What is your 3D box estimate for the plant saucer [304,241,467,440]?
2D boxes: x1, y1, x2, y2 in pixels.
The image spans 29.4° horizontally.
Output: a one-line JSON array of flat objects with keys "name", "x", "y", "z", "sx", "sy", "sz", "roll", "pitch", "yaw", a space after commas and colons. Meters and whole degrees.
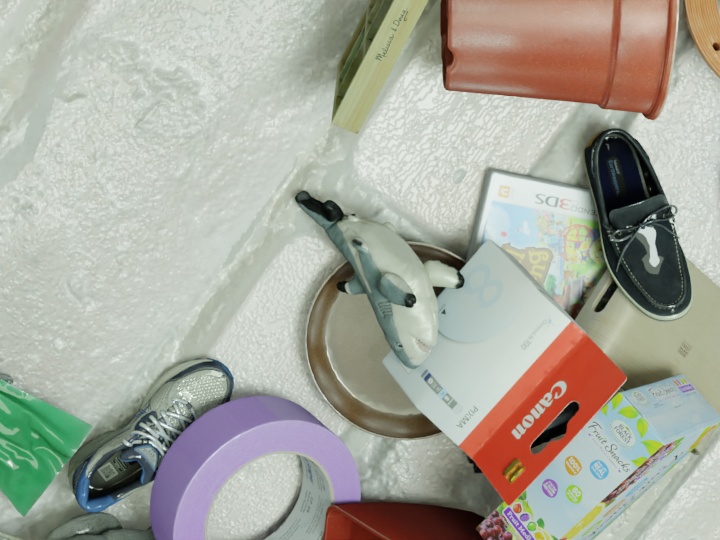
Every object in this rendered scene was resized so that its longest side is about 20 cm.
[{"name": "plant saucer", "x": 0.044, "y": 0.068, "z": 1.360, "sx": 0.199, "sy": 0.032, "sz": 0.201, "roll": 0, "pitch": 101, "yaw": 2}]

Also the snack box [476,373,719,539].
[{"name": "snack box", "x": 0.226, "y": 0.190, "z": 1.285, "sx": 0.200, "sy": 0.168, "sz": 0.068, "roll": -47, "pitch": 68, "yaw": 24}]

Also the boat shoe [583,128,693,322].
[{"name": "boat shoe", "x": 0.265, "y": -0.046, "z": 1.317, "sx": 0.074, "sy": 0.062, "sz": 0.201, "roll": -17, "pitch": 78, "yaw": 0}]

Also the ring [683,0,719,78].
[{"name": "ring", "x": 0.396, "y": -0.255, "z": 1.320, "sx": 0.200, "sy": 0.019, "sz": 0.201, "roll": 2, "pitch": 82, "yaw": -17}]

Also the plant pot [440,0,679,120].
[{"name": "plant pot", "x": 0.172, "y": -0.238, "z": 1.245, "sx": 0.194, "sy": 0.201, "sz": 0.202, "roll": 1, "pitch": 103, "yaw": 1}]

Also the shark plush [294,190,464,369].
[{"name": "shark plush", "x": 0.000, "y": 0.000, "z": 1.291, "sx": 0.200, "sy": 0.091, "sz": 0.083, "roll": 39, "pitch": 126, "yaw": 11}]

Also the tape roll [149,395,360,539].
[{"name": "tape roll", "x": -0.101, "y": 0.226, "z": 1.338, "sx": 0.200, "sy": 0.066, "sz": 0.201, "roll": -10, "pitch": 113, "yaw": -26}]

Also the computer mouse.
[{"name": "computer mouse", "x": 0.162, "y": 0.144, "z": 1.339, "sx": 0.138, "sy": 0.200, "sz": 0.053, "roll": -24, "pitch": 76, "yaw": 0}]

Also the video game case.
[{"name": "video game case", "x": 0.193, "y": 0.012, "z": 1.383, "sx": 0.181, "sy": 0.022, "sz": 0.201, "roll": 11, "pitch": 102, "yaw": -9}]

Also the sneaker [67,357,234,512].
[{"name": "sneaker", "x": -0.200, "y": 0.168, "z": 1.338, "sx": 0.200, "sy": 0.085, "sz": 0.077, "roll": -42, "pitch": 105, "yaw": 3}]

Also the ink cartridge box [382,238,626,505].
[{"name": "ink cartridge box", "x": 0.125, "y": 0.090, "z": 1.255, "sx": 0.160, "sy": 0.200, "sz": 0.047, "roll": -49, "pitch": 133, "yaw": 9}]

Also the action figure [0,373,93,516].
[{"name": "action figure", "x": -0.369, "y": 0.132, "z": 1.324, "sx": 0.200, "sy": 0.055, "sz": 0.118, "roll": 38, "pitch": 97, "yaw": -8}]

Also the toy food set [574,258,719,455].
[{"name": "toy food set", "x": 0.310, "y": 0.075, "z": 1.384, "sx": 0.200, "sy": 0.060, "sz": 0.144, "roll": 38, "pitch": 80, "yaw": -22}]

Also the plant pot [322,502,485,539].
[{"name": "plant pot", "x": 0.086, "y": 0.339, "z": 1.347, "sx": 0.176, "sy": 0.200, "sz": 0.201, "roll": -7, "pitch": 111, "yaw": -41}]

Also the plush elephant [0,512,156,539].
[{"name": "plush elephant", "x": -0.301, "y": 0.316, "z": 1.334, "sx": 0.200, "sy": 0.154, "sz": 0.165, "roll": 28, "pitch": 57, "yaw": -48}]

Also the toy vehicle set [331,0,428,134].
[{"name": "toy vehicle set", "x": 0.030, "y": -0.234, "z": 1.219, "sx": 0.026, "sy": 0.124, "sz": 0.200, "roll": 22, "pitch": 121, "yaw": -12}]
